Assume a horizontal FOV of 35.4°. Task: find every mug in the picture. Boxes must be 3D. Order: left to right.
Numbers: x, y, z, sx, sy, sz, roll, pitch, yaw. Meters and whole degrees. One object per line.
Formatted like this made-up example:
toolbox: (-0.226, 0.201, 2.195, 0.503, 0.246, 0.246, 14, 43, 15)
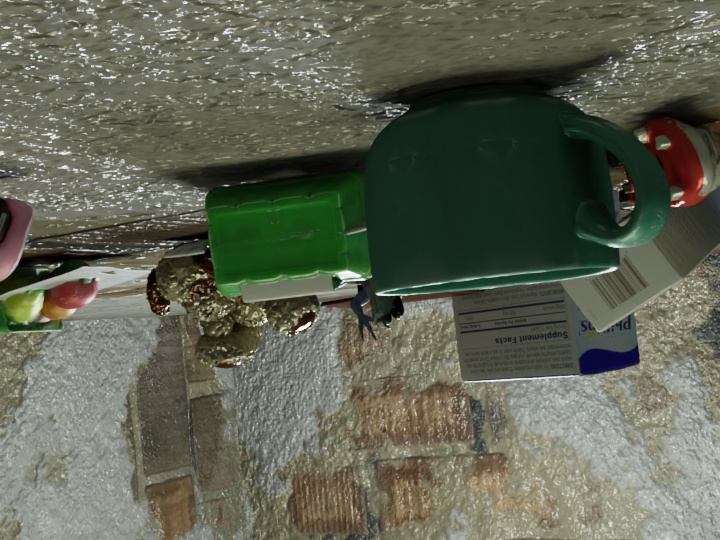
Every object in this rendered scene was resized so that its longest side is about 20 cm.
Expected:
mug: (0.093, -0.051, 0.696, 0.184, 0.115, 0.152, -7, 176, 14)

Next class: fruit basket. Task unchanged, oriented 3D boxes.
fruit basket: (-0.399, 0.020, 1.465, 0.199, 0.094, 0.185, -23, 172, 16)
fruit basket: (-0.050, -0.026, 0.945, 0.184, 0.094, 0.200, -7, 179, 6)

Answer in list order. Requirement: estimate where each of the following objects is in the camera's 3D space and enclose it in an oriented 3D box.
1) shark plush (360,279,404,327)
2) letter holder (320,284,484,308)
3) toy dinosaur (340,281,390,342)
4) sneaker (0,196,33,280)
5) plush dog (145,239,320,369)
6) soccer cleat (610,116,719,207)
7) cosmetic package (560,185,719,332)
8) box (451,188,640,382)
shark plush: (0.000, 0.000, 1.041, 0.083, 0.201, 0.091, 13, 130, -17)
letter holder: (0.017, -0.014, 1.284, 0.142, 0.101, 0.199, 0, 173, -43)
toy dinosaur: (0.001, -0.019, 1.198, 0.180, 0.106, 0.200, 6, -153, -7)
sneaker: (-0.330, -0.033, 0.820, 0.199, 0.079, 0.095, -9, 153, 37)
plush dog: (-0.168, 0.013, 1.381, 0.200, 0.161, 0.171, -28, 145, 37)
soccer cleat: (0.248, -0.084, 0.857, 0.085, 0.069, 0.200, -15, 179, 2)
cosmetic package: (0.270, -0.027, 1.030, 0.102, 0.074, 0.200, -39, 176, 38)
box: (0.200, 0.020, 1.273, 0.105, 0.201, 0.183, -4, 176, -38)
